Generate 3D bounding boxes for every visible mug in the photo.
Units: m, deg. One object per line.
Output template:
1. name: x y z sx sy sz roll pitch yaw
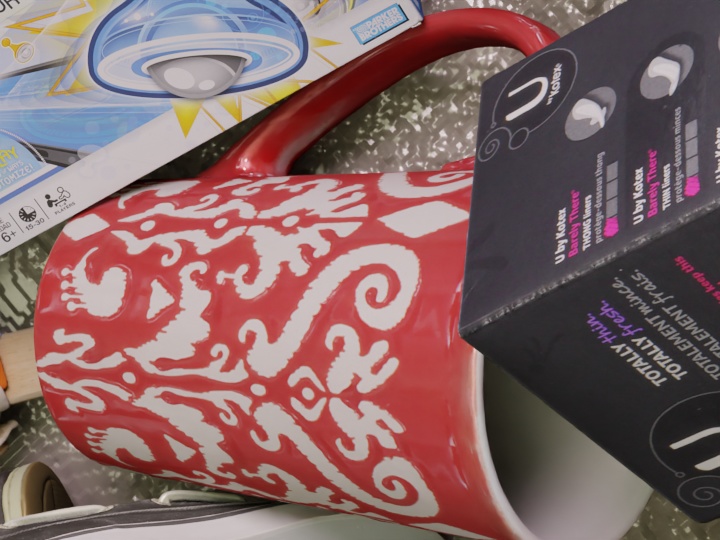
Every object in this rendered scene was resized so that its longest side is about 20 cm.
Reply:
1. mug: 0.004 0.010 0.877 0.200 0.178 0.134 2 139 36

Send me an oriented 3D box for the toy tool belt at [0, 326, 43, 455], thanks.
1. toy tool belt: -0.207 0.002 0.964 0.123 0.125 0.200 -42 88 -13

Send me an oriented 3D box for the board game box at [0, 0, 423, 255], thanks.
1. board game box: -0.097 -0.097 0.859 0.200 0.034 0.135 -29 119 13

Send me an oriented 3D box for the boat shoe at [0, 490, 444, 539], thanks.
1. boat shoe: -0.054 0.110 0.901 0.064 0.200 0.071 26 106 51

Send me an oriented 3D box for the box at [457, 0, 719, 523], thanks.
1. box: 0.142 -0.027 0.711 0.200 0.106 0.122 -27 129 33

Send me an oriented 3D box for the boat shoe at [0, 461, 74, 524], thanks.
1. boat shoe: -0.133 0.177 0.976 0.066 0.072 0.201 -8 100 13
